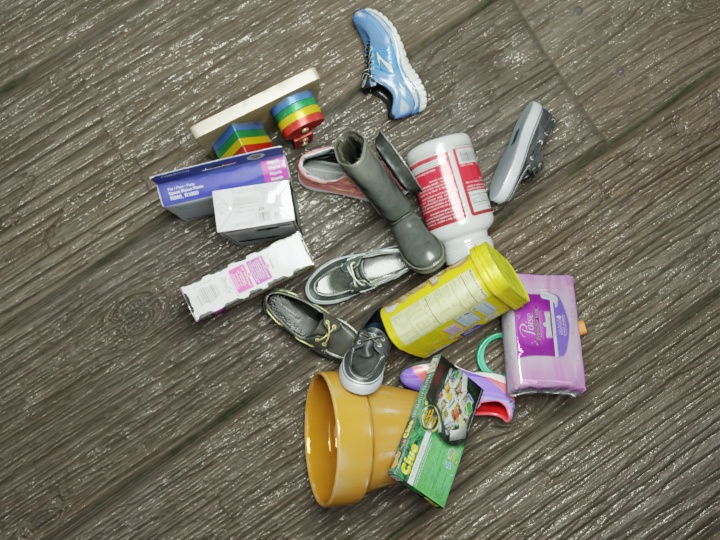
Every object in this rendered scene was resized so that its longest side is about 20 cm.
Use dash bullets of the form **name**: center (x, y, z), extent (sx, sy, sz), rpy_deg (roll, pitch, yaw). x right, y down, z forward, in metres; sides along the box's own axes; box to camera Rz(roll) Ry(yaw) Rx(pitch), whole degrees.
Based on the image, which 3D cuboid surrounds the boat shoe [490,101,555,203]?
- **boat shoe**: center (0.282, -0.192, 1.046), extent (0.066, 0.070, 0.201), rpy_deg (27, 67, -8)

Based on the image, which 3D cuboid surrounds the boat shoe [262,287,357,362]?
- **boat shoe**: center (-0.077, 0.097, 1.029), extent (0.201, 0.061, 0.072), rpy_deg (31, 86, -2)

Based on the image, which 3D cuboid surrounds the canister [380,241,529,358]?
- **canister**: center (0.148, 0.054, 0.975), extent (0.200, 0.148, 0.087), rpy_deg (-33, 59, 19)

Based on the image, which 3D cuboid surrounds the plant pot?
- **plant pot**: center (0.022, 0.260, 0.975), extent (0.182, 0.200, 0.202), rpy_deg (2, 87, -18)

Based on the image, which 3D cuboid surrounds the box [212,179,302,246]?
- **box**: center (-0.155, -0.085, 0.964), extent (0.116, 0.200, 0.061), rpy_deg (-9, 87, -2)

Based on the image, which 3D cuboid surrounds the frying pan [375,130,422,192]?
- **frying pan**: center (0.044, -0.187, 0.977), extent (0.031, 0.190, 0.115), rpy_deg (-36, 135, 5)

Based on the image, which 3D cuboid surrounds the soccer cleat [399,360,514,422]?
- **soccer cleat**: center (0.162, 0.201, 1.026), extent (0.199, 0.068, 0.073), rpy_deg (12, 44, -6)

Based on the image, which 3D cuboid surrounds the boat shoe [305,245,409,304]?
- **boat shoe**: center (0.000, 0.000, 1.033), extent (0.199, 0.071, 0.072), rpy_deg (-23, 89, -4)

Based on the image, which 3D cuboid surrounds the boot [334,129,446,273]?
- **boot**: center (0.046, -0.106, 0.945), extent (0.072, 0.182, 0.200), rpy_deg (-34, 134, -2)

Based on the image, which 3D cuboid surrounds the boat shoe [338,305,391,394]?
- **boat shoe**: center (0.019, 0.116, 0.966), extent (0.070, 0.200, 0.067), rpy_deg (16, 116, 12)

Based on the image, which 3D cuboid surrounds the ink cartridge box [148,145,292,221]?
- **ink cartridge box**: center (-0.205, -0.130, 0.962), extent (0.195, 0.200, 0.044), rpy_deg (-14, 88, -3)

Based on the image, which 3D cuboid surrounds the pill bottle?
- **pill bottle**: center (0.155, -0.116, 1.028), extent (0.112, 0.112, 0.201), rpy_deg (-16, 89, -4)

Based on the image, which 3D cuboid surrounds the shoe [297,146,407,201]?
- **shoe**: center (-0.007, -0.159, 1.029), extent (0.199, 0.091, 0.072), rpy_deg (5, 87, -3)

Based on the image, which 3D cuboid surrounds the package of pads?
- **package of pads**: center (0.297, 0.108, 1.021), extent (0.120, 0.076, 0.201), rpy_deg (2, 70, -4)

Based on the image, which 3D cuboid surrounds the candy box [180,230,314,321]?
- **candy box**: center (-0.173, 0.010, 0.990), extent (0.199, 0.136, 0.061), rpy_deg (-27, 91, -4)

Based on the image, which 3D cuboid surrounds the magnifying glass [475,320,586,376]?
- **magnifying glass**: center (0.296, 0.130, 1.071), extent (0.199, 0.022, 0.080), rpy_deg (-19, 88, -5)

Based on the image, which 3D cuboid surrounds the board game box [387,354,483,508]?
- **board game box**: center (0.118, 0.239, 0.930), extent (0.105, 0.023, 0.201), rpy_deg (41, 56, -21)

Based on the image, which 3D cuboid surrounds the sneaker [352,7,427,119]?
- **sneaker**: center (0.034, -0.350, 1.048), extent (0.089, 0.079, 0.201), rpy_deg (-28, 90, -7)

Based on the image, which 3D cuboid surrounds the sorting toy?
- **sorting toy**: center (-0.147, -0.218, 0.971), extent (0.199, 0.199, 0.070), rpy_deg (-27, 94, -4)
